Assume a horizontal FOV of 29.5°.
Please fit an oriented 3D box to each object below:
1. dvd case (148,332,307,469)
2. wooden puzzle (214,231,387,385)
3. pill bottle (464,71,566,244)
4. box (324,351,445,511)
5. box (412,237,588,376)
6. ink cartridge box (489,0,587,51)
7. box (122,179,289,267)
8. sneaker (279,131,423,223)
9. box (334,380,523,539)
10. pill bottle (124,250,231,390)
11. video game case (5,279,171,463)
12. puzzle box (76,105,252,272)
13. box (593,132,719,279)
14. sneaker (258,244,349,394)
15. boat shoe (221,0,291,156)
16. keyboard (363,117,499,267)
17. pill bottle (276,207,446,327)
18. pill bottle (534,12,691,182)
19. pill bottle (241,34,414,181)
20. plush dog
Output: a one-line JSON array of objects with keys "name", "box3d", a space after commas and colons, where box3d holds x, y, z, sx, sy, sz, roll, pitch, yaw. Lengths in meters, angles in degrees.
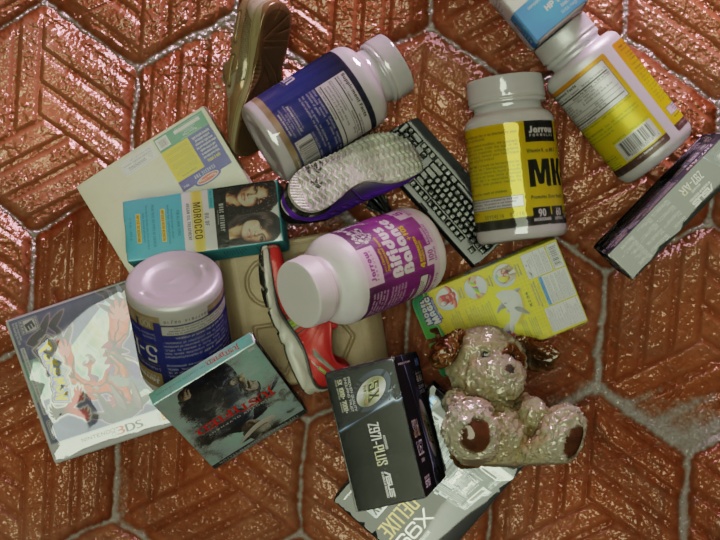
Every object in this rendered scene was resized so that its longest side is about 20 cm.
[{"name": "dvd case", "box3d": [-0.160, 0.165, 1.702, 0.146, 0.200, 0.022, -31, 56, -2]}, {"name": "wooden puzzle", "box3d": [-0.075, 0.050, 1.760, 0.199, 0.046, 0.186, -9, 94, 0]}, {"name": "pill bottle", "box3d": [0.188, -0.137, 1.687, 0.114, 0.114, 0.201, -7, 90, 4]}, {"name": "box", "box3d": [0.034, 0.187, 1.634, 0.086, 0.200, 0.165, -14, 85, 9]}, {"name": "box", "box3d": [0.175, 0.048, 1.740, 0.199, 0.048, 0.118, -22, 94, 3]}, {"name": "ink cartridge box", "box3d": [0.177, -0.370, 1.655, 0.086, 0.146, 0.200, -38, 91, 7]}, {"name": "box", "box3d": [-0.194, -0.056, 1.719, 0.199, 0.049, 0.083, -8, 77, 4]}, {"name": "sneaker", "box3d": [-0.019, -0.109, 1.704, 0.199, 0.100, 0.070, -21, 77, -29]}, {"name": "box", "box3d": [0.088, 0.268, 1.760, 0.158, 0.050, 0.200, 41, 95, 1]}, {"name": "pill bottle", "box3d": [-0.219, 0.088, 1.696, 0.119, 0.120, 0.201, -1, 127, 4]}, {"name": "video game case", "box3d": [-0.348, 0.132, 1.793, 0.181, 0.023, 0.201, -18, 93, 5]}, {"name": "puzzle box", "box3d": [-0.248, -0.104, 1.766, 0.199, 0.025, 0.133, -31, 91, 5]}, {"name": "box", "box3d": [0.374, -0.081, 1.659, 0.044, 0.160, 0.200, 43, 95, -1]}, {"name": "sneaker", "box3d": [-0.070, 0.053, 1.707, 0.085, 0.077, 0.201, -22, 104, -4]}, {"name": "boat shoe", "box3d": [-0.138, -0.246, 1.734, 0.064, 0.071, 0.201, 24, 106, 37]}, {"name": "keyboard", "box3d": [0.086, -0.086, 1.748, 0.127, 0.021, 0.200, -42, 90, 6]}, {"name": "pill bottle", "box3d": [0.000, 0.000, 1.660, 0.199, 0.112, 0.113, -22, 94, -38]}, {"name": "pill bottle", "box3d": [0.305, -0.215, 1.678, 0.109, 0.109, 0.200, -38, 91, 6]}, {"name": "pill bottle", "box3d": [-0.037, -0.206, 1.691, 0.200, 0.111, 0.111, -33, 92, -10]}, {"name": "plush dog", "box3d": [0.160, 0.152, 1.675, 0.199, 0.160, 0.173, 6, 76, -26]}]
